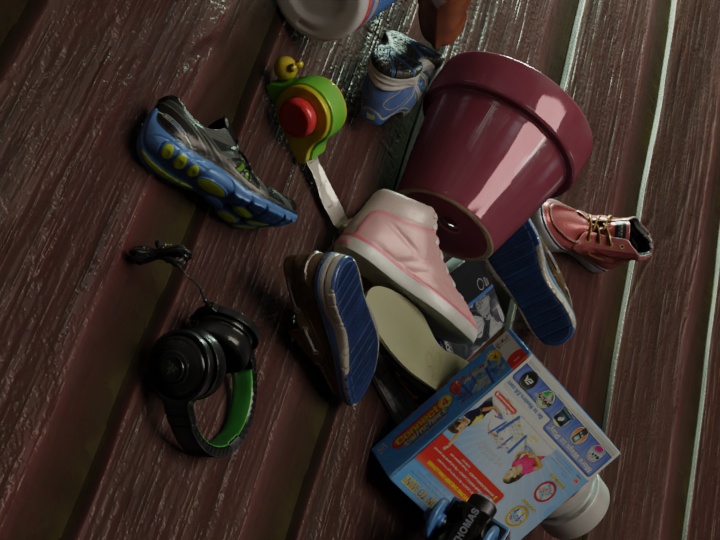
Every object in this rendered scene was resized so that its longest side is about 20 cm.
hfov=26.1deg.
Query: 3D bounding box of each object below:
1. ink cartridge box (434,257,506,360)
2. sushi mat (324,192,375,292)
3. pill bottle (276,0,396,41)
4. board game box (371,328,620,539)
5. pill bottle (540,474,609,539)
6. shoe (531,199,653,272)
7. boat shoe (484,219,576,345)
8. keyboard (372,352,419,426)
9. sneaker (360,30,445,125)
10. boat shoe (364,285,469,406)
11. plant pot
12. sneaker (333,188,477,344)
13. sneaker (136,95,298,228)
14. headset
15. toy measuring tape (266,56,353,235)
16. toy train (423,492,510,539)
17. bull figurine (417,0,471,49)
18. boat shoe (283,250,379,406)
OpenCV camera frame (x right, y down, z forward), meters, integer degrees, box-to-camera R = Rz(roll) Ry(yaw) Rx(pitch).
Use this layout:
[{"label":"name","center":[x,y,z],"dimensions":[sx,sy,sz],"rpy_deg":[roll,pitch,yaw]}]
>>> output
[{"label":"ink cartridge box","center":[0.098,0.056,1.767],"dimensions":[0.200,0.039,0.100],"rpy_deg":[-37,109,-53]},{"label":"sushi mat","center":[0.000,0.000,1.669],"dimensions":[0.096,0.012,0.200],"rpy_deg":[61,36,-17]},{"label":"pill bottle","center":[-0.002,-0.334,1.703],"dimensions":[0.200,0.112,0.112],"rpy_deg":[-43,113,-52]},{"label":"board game box","center":[0.147,0.193,1.655],"dimensions":[0.200,0.196,0.056],"rpy_deg":[47,4,-35]},{"label":"pill bottle","center":[0.204,0.216,1.794],"dimensions":[0.200,0.109,0.110],"rpy_deg":[52,41,-30]},{"label":"shoe","center":[0.310,-0.054,2.060],"dimensions":[0.200,0.091,0.072],"rpy_deg":[27,56,-48]},{"label":"boat shoe","center":[0.203,-0.005,1.907],"dimensions":[0.200,0.072,0.072],"rpy_deg":[65,19,-10]},{"label":"keyboard","center":[0.057,0.156,1.689],"dimensions":[0.056,0.011,0.200],"rpy_deg":[-45,115,-42]},{"label":"sneaker","center":[0.040,-0.222,1.773],"dimensions":[0.077,0.076,0.200],"rpy_deg":[-67,169,23]},{"label":"boat shoe","center":[0.054,0.092,1.646],"dimensions":[0.201,0.063,0.074],"rpy_deg":[44,49,-32]},{"label":"plant pot","center":[0.136,-0.118,1.759],"dimensions":[0.200,0.200,0.179],"rpy_deg":[50,62,-32]},{"label":"sneaker","center":[0.069,-0.009,1.658],"dimensions":[0.200,0.075,0.105],"rpy_deg":[40,67,-26]},{"label":"sneaker","center":[-0.126,-0.100,1.477],"dimensions":[0.200,0.071,0.083],"rpy_deg":[36,57,-39]},{"label":"headset","center":[-0.152,0.071,1.398],"dimensions":[0.123,0.094,0.200],"rpy_deg":[-42,127,-57]},{"label":"toy measuring tape","center":[-0.034,-0.133,1.614],"dimensions":[0.074,0.073,0.200],"rpy_deg":[-40,108,-53]},{"label":"toy train","center":[0.078,0.317,1.558],"dimensions":[0.200,0.087,0.114],"rpy_deg":[-56,160,-17]},{"label":"bull figurine","center":[0.101,-0.335,1.758],"dimensions":[0.200,0.065,0.122],"rpy_deg":[104,3,-65]},{"label":"boat shoe","center":[-0.031,0.053,1.545],"dimensions":[0.072,0.072,0.200],"rpy_deg":[-55,148,-39]}]
